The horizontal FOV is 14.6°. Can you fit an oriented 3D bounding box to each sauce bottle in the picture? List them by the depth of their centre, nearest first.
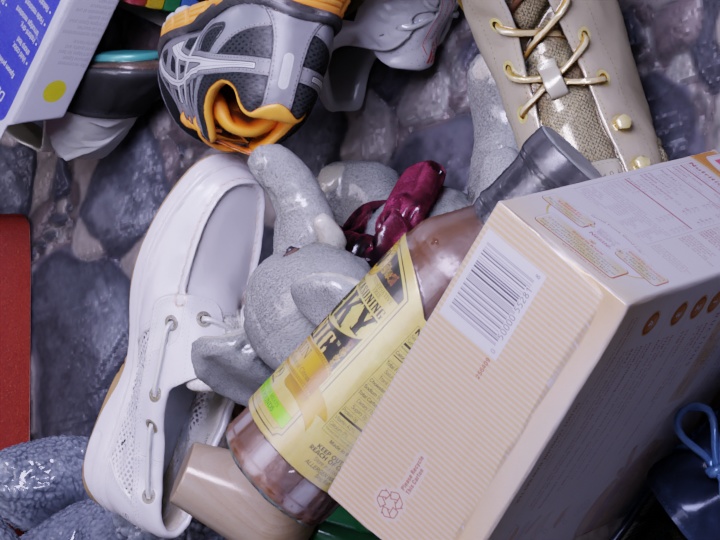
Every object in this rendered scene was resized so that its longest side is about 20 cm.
[{"bbox_3d":[0.026,0.022,1.225,0.200,0.065,0.065,-47,50,10],"label":"sauce bottle"}]

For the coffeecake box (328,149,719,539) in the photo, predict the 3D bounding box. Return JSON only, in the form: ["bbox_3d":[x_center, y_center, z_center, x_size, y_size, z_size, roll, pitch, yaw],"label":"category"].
[{"bbox_3d":[0.097,0.039,1.196,0.073,0.200,0.154,40,116,21],"label":"coffeecake box"}]

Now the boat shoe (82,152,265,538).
[{"bbox_3d":[-0.080,0.042,1.435,0.069,0.071,0.201,30,111,40],"label":"boat shoe"}]

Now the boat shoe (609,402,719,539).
[{"bbox_3d":[0.158,0.109,1.224,0.084,0.068,0.201,50,121,39],"label":"boat shoe"}]

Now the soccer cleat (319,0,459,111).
[{"bbox_3d":[0.030,-0.149,1.414,0.200,0.068,0.086,-33,70,46],"label":"soccer cleat"}]

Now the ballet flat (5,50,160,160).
[{"bbox_3d":[-0.168,-0.101,1.638,0.200,0.068,0.069,15,107,56],"label":"ballet flat"}]

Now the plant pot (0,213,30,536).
[{"bbox_3d":[-0.328,0.068,1.713,0.200,0.176,0.201,-10,78,48],"label":"plant pot"}]

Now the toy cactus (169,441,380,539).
[{"bbox_3d":[-0.005,0.118,1.324,0.200,0.164,0.103,129,163,-66],"label":"toy cactus"}]

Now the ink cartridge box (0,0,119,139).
[{"bbox_3d":[-0.205,-0.180,1.595,0.198,0.047,0.201,50,123,39],"label":"ink cartridge box"}]

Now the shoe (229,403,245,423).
[{"bbox_3d":[-0.038,0.102,1.464,0.070,0.053,0.201,-42,55,38],"label":"shoe"}]

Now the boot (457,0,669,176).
[{"bbox_3d":[0.082,-0.099,1.255,0.072,0.200,0.156,-18,69,11],"label":"boot"}]

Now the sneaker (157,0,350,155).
[{"bbox_3d":[-0.062,-0.092,1.405,0.200,0.078,0.078,136,145,-71],"label":"sneaker"}]

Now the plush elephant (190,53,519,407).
[{"bbox_3d":[0.000,0.000,1.354,0.164,0.154,0.201,-25,66,45],"label":"plush elephant"}]

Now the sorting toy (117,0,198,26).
[{"bbox_3d":[-0.122,-0.246,1.593,0.200,0.069,0.200,27,106,48],"label":"sorting toy"}]

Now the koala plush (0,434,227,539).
[{"bbox_3d":[-0.200,0.186,1.531,0.177,0.199,0.185,9,92,49],"label":"koala plush"}]

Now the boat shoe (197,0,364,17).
[{"bbox_3d":[-0.020,-0.169,1.375,0.201,0.071,0.066,-18,58,63],"label":"boat shoe"}]
